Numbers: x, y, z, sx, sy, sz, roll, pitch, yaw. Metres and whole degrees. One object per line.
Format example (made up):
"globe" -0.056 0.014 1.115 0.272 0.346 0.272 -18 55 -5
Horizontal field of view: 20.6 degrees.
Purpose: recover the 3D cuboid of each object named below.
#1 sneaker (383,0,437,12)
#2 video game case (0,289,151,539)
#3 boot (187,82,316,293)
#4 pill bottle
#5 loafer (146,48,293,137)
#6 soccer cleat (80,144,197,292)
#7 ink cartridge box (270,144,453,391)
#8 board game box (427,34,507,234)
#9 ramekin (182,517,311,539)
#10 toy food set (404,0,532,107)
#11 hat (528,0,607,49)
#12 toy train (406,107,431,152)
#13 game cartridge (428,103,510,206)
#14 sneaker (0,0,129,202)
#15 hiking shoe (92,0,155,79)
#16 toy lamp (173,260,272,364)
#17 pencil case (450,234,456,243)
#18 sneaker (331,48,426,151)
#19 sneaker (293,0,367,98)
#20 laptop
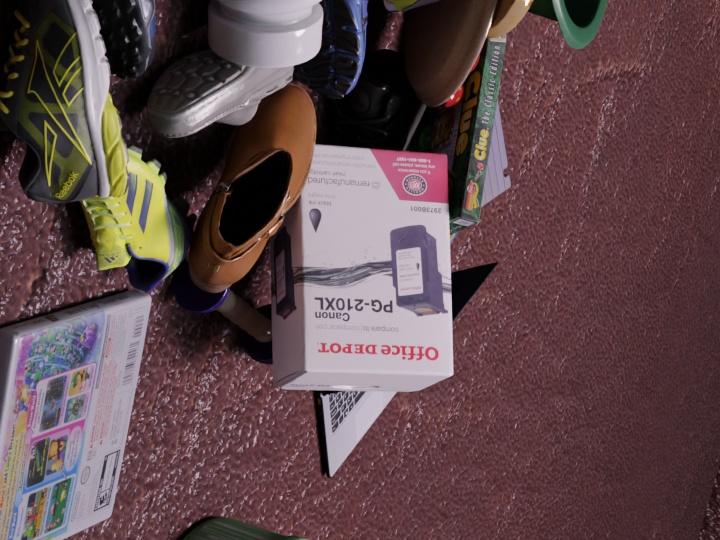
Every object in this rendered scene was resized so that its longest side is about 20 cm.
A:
"sneaker" 0.040 -0.283 1.717 0.200 0.073 0.081 -116 -170 -61
"video game case" -0.238 0.125 1.557 0.182 0.024 0.201 -19 125 -60
"boot" -0.081 -0.081 1.595 0.201 0.076 0.155 -59 -177 -17
"pill bottle" -0.070 -0.266 1.520 0.110 0.109 0.201 -39 141 -49
"loafer" -0.104 -0.145 1.584 0.200 0.070 0.070 -42 137 -50
"soccer cleat" -0.183 -0.043 1.501 0.084 0.064 0.200 -62 155 -12
"ink cartridge box" 0.000 0.000 1.729 0.084 0.144 0.202 153 -62 -66
"board game box" 0.092 -0.130 1.797 0.105 0.023 0.201 -23 -126 63
"ramekin" -0.123 0.329 1.856 0.200 0.097 0.201 -45 145 -44
"toy food set" 0.094 -0.242 1.765 0.199 0.048 0.201 -101 -150 -52
"hat" 0.125 -0.284 1.814 0.200 0.175 0.167 49 50 -58
"toy train" 0.026 -0.093 1.938 0.200 0.042 0.057 -56 162 -31
"game cartridge" 0.102 -0.165 1.964 0.130 0.038 0.201 -29 112 -60
"sneaker" -0.215 -0.133 1.355 0.084 0.074 0.201 -17 113 -12
"hiking shoe" -0.164 -0.228 1.393 0.087 0.074 0.201 -48 147 -40
"toy lamp" -0.100 0.040 1.746 0.059 0.058 0.200 -66 156 -10
"pencil case" 0.040 -0.018 1.969 0.200 0.078 0.087 -56 176 -30
"sneaker" 0.000 -0.113 1.827 0.114 0.076 0.201 35 73 -63
"sneaker" -0.015 -0.241 1.702 0.078 0.075 0.201 -43 145 -52
"laptop" 0.051 0.103 2.039 0.187 0.115 0.201 -49 148 -38
